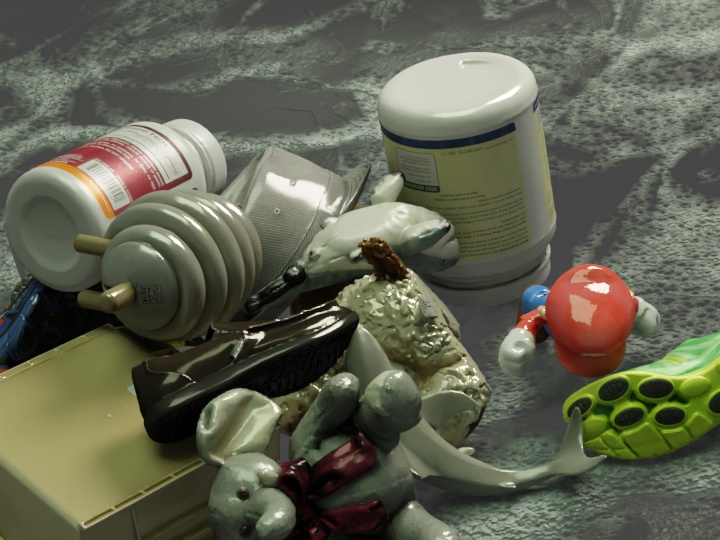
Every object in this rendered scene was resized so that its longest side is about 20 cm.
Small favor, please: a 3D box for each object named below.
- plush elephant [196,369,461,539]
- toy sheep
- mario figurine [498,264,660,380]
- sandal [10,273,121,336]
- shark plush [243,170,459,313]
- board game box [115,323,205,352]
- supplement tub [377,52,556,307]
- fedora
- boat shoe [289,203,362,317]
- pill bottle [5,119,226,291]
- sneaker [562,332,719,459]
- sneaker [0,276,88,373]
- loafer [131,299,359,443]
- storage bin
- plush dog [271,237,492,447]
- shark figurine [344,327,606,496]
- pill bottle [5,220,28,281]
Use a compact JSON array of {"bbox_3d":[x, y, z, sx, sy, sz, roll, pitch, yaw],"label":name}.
[{"bbox_3d":[-0.042,0.164,1.446,0.155,0.165,0.200,-19,11,-23],"label":"plush elephant"},{"bbox_3d":[-0.155,-0.003,1.608,0.138,0.138,0.200,5,25,28],"label":"toy sheep"},{"bbox_3d":[0.180,0.056,1.629,0.123,0.106,0.200,-49,4,2],"label":"mario figurine"},{"bbox_3d":[-0.221,0.016,1.815,0.200,0.075,0.048,-16,-9,-11],"label":"sandal"},{"bbox_3d":[0.000,0.000,1.674,0.200,0.083,0.091,-32,49,-28],"label":"shark plush"},{"bbox_3d":[-0.174,0.090,1.753,0.200,0.035,0.126,12,35,37],"label":"board game box"},{"bbox_3d":[0.100,-0.082,1.792,0.145,0.200,0.145,-9,29,5],"label":"supplement tub"},{"bbox_3d":[-0.082,-0.043,1.767,0.177,0.090,0.200,-30,26,55],"label":"fedora"},{"bbox_3d":[-0.037,0.005,1.840,0.065,0.071,0.200,-38,17,28],"label":"boat shoe"},{"bbox_3d":[-0.210,-0.065,1.745,0.113,0.113,0.200,8,24,32],"label":"pill bottle"},{"bbox_3d":[0.259,0.097,1.566,0.200,0.074,0.084,-17,2,-2],"label":"sneaker"},{"bbox_3d":[-0.315,0.063,1.741,0.078,0.075,0.200,21,67,31],"label":"sneaker"},{"bbox_3d":[-0.089,0.061,1.515,0.200,0.073,0.071,-22,64,-31],"label":"loafer"},{"bbox_3d":[-0.196,0.148,1.549,0.198,0.094,0.200,-26,42,-35],"label":"storage bin"},{"bbox_3d":[-0.008,0.076,1.630,0.172,0.161,0.200,-36,28,6],"label":"plush dog"},{"bbox_3d":[0.071,0.144,1.514,0.214,0.128,0.090,22,11,5],"label":"shark figurine"},{"bbox_3d":[-0.242,-0.043,1.939,0.200,0.112,0.112,-19,29,-15],"label":"pill bottle"}]
